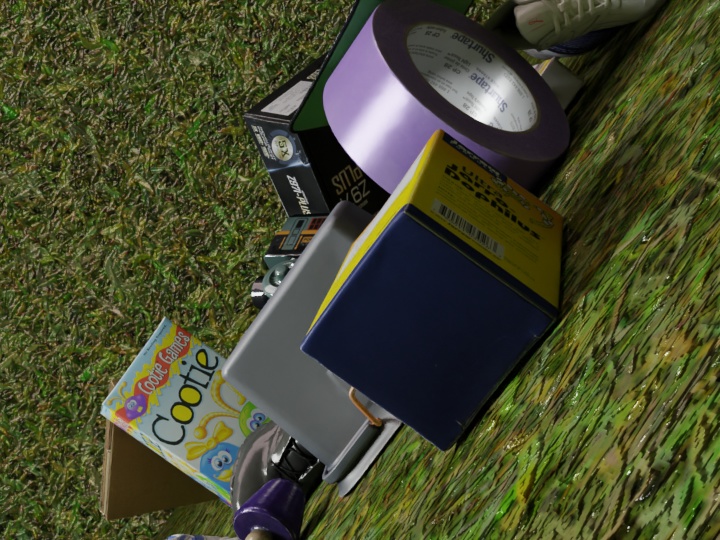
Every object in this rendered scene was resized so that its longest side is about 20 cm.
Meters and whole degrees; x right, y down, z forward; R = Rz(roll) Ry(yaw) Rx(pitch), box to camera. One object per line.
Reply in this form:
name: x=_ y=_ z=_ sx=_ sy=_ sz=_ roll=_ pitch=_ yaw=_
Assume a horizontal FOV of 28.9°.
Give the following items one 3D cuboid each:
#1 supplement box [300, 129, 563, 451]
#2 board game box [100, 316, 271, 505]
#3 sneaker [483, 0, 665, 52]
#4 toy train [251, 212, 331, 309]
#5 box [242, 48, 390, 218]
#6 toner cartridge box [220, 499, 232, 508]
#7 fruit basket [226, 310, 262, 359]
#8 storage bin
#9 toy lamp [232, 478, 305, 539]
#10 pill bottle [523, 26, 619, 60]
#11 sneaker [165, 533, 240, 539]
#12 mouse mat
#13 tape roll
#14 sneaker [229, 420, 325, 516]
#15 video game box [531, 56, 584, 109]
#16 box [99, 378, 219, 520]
supplement box: x=0.052 y=0.005 z=0.876 sx=0.109 sy=0.109 sz=0.200 roll=-53 pitch=4 yaw=21
board game box: x=-0.136 y=0.148 z=1.330 sx=0.105 sy=0.200 sz=0.103 roll=-56 pitch=3 yaw=-14
sneaker: x=0.187 y=-0.231 z=1.225 sx=0.099 sy=0.078 sz=0.200 roll=-33 pitch=7 yaw=-34
toy train: x=0.000 y=0.000 z=1.231 sx=0.200 sy=0.085 sz=0.114 roll=-2 pitch=47 yaw=30
box: x=0.000 y=-0.142 z=1.453 sx=0.200 sy=0.164 sz=0.086 roll=-41 pitch=35 yaw=-28
toner cartridge box: x=-0.117 y=0.209 z=1.815 sx=0.200 sy=0.043 sz=0.095 roll=-54 pitch=2 yaw=14
fruit basket: x=-0.038 y=0.050 z=1.370 sx=0.200 sy=0.094 sz=0.185 roll=-32 pitch=1 yaw=-12
storage bin: x=-0.010 y=0.052 z=1.072 sx=0.200 sy=0.134 sz=0.146 roll=-55 pitch=3 yaw=14
toy lamp: x=-0.095 y=0.241 z=1.072 sx=0.058 sy=0.058 sz=0.200 roll=-52 pitch=7 yaw=43
pill bottle: x=0.215 y=-0.278 z=1.392 sx=0.111 sy=0.111 sz=0.200 roll=-55 pitch=3 yaw=-13
sneaker: x=-0.159 y=0.259 z=1.111 sx=0.200 sy=0.088 sz=0.075 roll=-4 pitch=-80 yaw=-71
mouse mat: x=0.028 y=-0.204 z=1.264 sx=0.161 sy=0.008 sz=0.200 roll=-16 pitch=-30 yaw=-42
tape roll: x=0.074 y=-0.136 z=1.191 sx=0.085 sy=0.200 sz=0.200 roll=-53 pitch=3 yaw=34
sneaker: x=-0.048 y=0.146 z=1.247 sx=0.200 sy=0.076 sz=0.091 roll=-58 pitch=11 yaw=-15
video game box: x=0.142 y=-0.120 z=1.415 sx=0.200 sy=0.047 sz=0.182 roll=-55 pitch=1 yaw=5
box: x=-0.170 y=0.173 z=1.456 sx=0.021 sy=0.200 sz=0.164 roll=43 pitch=132 yaw=50
